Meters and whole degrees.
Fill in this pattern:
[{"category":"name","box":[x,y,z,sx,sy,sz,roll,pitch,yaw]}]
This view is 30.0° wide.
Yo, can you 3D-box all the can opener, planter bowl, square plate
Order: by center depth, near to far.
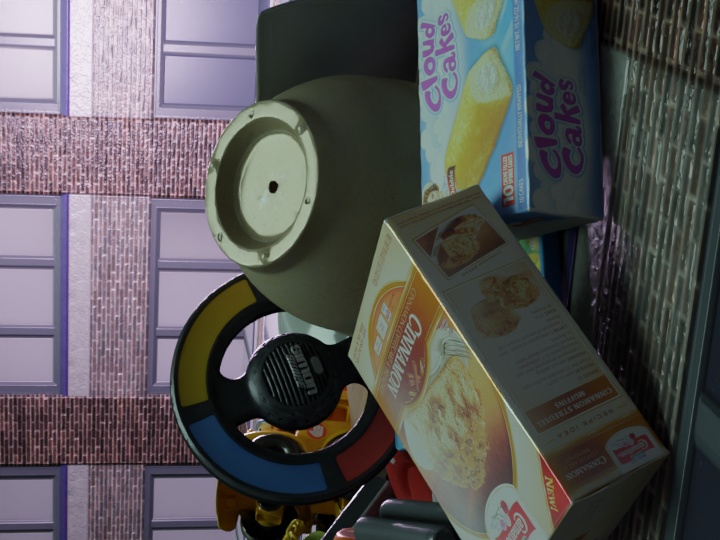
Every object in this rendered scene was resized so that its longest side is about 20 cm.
[{"category":"can opener","box":[0.065,0.196,0.931,0.199,0.052,0.067,-3,111,57]},{"category":"planter bowl","box":[-0.029,-0.054,0.993,0.198,0.134,0.204,-6,80,41]},{"category":"square plate","box":[-0.005,-0.164,1.096,0.029,0.196,0.201,56,154,31]}]

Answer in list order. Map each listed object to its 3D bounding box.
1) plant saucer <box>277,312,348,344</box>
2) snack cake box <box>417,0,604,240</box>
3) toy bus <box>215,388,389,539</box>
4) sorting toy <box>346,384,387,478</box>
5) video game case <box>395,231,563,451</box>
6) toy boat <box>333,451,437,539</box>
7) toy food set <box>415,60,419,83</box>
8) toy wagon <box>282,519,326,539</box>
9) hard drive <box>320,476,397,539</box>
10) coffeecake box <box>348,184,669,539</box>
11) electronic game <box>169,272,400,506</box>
[{"category":"plant saucer","box":[0.000,0.000,1.171,0.050,0.198,0.202,45,-153,-42]},{"category":"snack cake box","box":[0.094,-0.124,0.872,0.114,0.066,0.203,-13,75,55]},{"category":"toy bus","box":[-0.044,0.180,1.388,0.137,0.197,0.194,98,175,-48]},{"category":"sorting toy","box":[0.037,0.077,1.266,0.202,0.068,0.201,102,165,-45]},{"category":"video game case","box":[0.081,0.046,0.982,0.199,0.018,0.145,-27,61,56]},{"category":"toy boat","box":[0.040,0.220,1.062,0.131,0.129,0.203,110,158,-60]},{"category":"toy food set","box":[0.095,-0.123,1.034,0.144,0.060,0.202,-122,32,-52]},{"category":"toy wagon","box":[-0.006,0.287,1.200,0.039,0.200,0.156,13,64,42]},{"category":"hard drive","box":[-0.014,0.294,1.141,0.033,0.200,0.140,12,141,42]},{"category":"coffeecake box","box":[0.080,0.078,0.815,0.201,0.072,0.154,57,154,26]},{"category":"electronic game","box":[-0.053,0.087,1.068,0.042,0.197,0.203,104,164,-63]}]
